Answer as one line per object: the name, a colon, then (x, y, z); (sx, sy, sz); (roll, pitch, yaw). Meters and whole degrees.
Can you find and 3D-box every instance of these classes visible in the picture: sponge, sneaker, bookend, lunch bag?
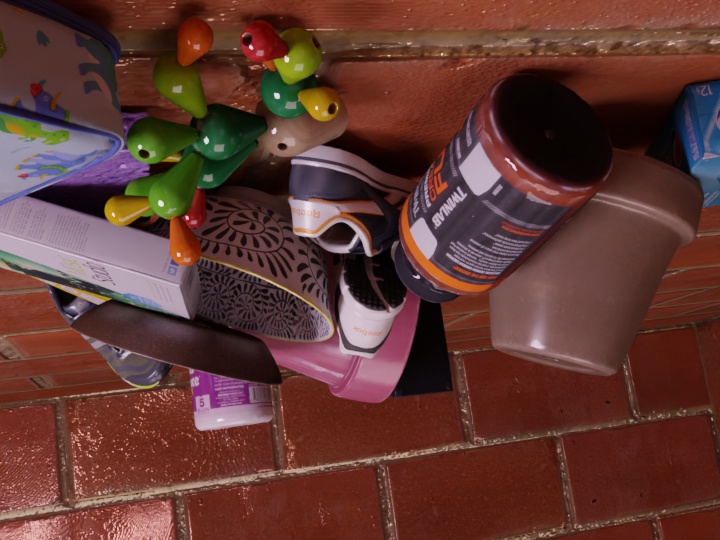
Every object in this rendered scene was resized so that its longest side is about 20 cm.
sponge: (-0.217, -0.070, 0.644); (0.111, 0.030, 0.200); (-4, 170, -15)
sneaker: (0.000, 0.000, 0.796); (0.073, 0.200, 0.080); (13, 125, -5)
sneaker: (0.002, -0.051, 0.740); (0.078, 0.080, 0.200); (9, 179, 35)
bookend: (0.020, 0.080, 1.148); (0.092, 0.201, 0.199); (-1, 166, -31)
lunch bag: (-0.231, -0.081, 0.436); (0.199, 0.083, 0.160); (-15, 166, 32)
sneaker: (-0.285, 0.059, 0.933); (0.200, 0.074, 0.081); (35, 175, 26)

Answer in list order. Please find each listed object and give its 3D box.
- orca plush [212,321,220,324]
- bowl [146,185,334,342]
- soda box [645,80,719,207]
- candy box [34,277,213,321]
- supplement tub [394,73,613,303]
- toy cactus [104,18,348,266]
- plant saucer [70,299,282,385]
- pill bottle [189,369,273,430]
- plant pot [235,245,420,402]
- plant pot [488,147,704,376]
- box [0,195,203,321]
orca plush: (-0.109, 0.063, 1.026); (0.199, 0.071, 0.105); (18, -175, -14)
bowl: (-0.106, -0.015, 0.767); (0.200, 0.095, 0.201); (16, 161, 5)
soda box: (0.310, -0.106, 0.758); (0.067, 0.065, 0.200); (-9, 170, 7)
candy box: (-0.253, 0.011, 0.848); (0.200, 0.027, 0.102); (28, 149, -31)
supplement tub: (0.096, -0.050, 0.655); (0.106, 0.107, 0.200); (-3, 152, -27)
toy cactus: (-0.066, -0.084, 0.526); (0.165, 0.102, 0.200); (-20, 161, -47)
plant saucer: (-0.164, 0.062, 0.783); (0.199, 0.037, 0.200); (17, 177, 1)
pill bottle: (-0.188, 0.119, 1.191); (0.112, 0.201, 0.112); (-8, 169, -2)
plant pot: (-0.048, 0.036, 0.943); (0.178, 0.201, 0.200); (11, 165, -13)
plant pot: (0.189, -0.003, 0.762); (0.199, 0.175, 0.200); (15, 172, 2)
box: (-0.226, -0.014, 0.660); (0.199, 0.037, 0.144); (18, 164, -3)
